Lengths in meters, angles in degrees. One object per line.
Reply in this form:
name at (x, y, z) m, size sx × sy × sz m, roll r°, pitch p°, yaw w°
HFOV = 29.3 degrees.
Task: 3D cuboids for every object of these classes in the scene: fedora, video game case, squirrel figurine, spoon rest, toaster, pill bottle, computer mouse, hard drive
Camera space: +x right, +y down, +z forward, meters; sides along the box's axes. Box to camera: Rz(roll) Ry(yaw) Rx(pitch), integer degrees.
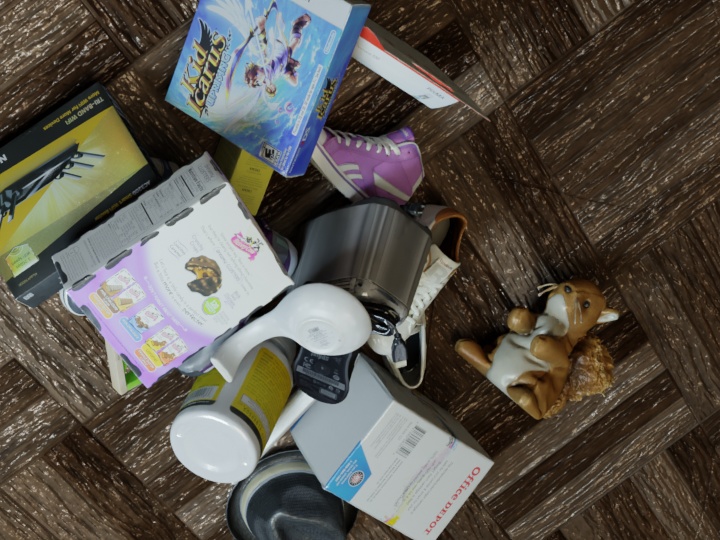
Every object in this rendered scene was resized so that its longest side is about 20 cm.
fedora at (-0.080, 0.339, 1.856) m, size 0.198 × 0.092 × 0.203 m, roll -10°, pitch 121°, yaw -16°
video game case at (-0.104, -0.232, 1.481) m, size 0.045 × 0.180 × 0.202 m, roll -14°, pitch 132°, yaw -58°
squirrel figurine at (0.262, 0.100, 1.850) m, size 0.187 × 0.141 × 0.200 m, roll -51°, pitch 138°, yaw -1°
spoon rest at (-0.077, 0.067, 1.549) m, size 0.198 × 0.061 × 0.100 m, roll -20°, pitch 121°, yaw 28°
toaster at (0.000, 0.000, 1.626) m, size 0.113 × 0.199 × 0.131 m, roll 35°, pitch 58°, yaw -34°
pill bottle at (-0.144, 0.148, 1.654) m, size 0.110 × 0.201 × 0.112 m, roll 10°, pitch 128°, yaw 13°
computer mouse at (-0.008, 0.088, 1.598) m, size 0.139 × 0.046 × 0.201 m, roll 17°, pitch 139°, yaw 13°
hard drive at (-0.089, 0.179, 1.748) m, size 0.026 × 0.132 × 0.200 m, roll 43°, pitch 99°, yaw 1°

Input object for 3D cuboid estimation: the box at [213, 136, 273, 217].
box at (-0.119, -0.160, 1.573) m, size 0.050 × 0.075 × 0.202 m, roll 11°, pitch 113°, yaw -28°

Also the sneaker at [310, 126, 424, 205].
sneaker at (0.001, -0.146, 1.634) m, size 0.114 × 0.073 × 0.200 m, roll -46°, pitch 133°, yaw 3°

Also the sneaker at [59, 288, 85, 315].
sneaker at (-0.238, -0.011, 1.527) m, size 0.199 × 0.079 × 0.079 m, roll -37°, pitch 131°, yaw -13°

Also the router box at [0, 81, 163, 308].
router box at (-0.320, -0.082, 1.493) m, size 0.199 × 0.158 × 0.052 m, roll -35°, pitch 164°, yaw 1°

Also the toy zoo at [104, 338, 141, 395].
toy zoo at (-0.216, 0.050, 1.644) m, size 0.199 × 0.020 × 0.132 m, roll -31°, pitch 138°, yaw -30°

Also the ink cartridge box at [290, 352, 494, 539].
ink cartridge box at (0.041, 0.233, 1.808) m, size 0.199 × 0.145 × 0.148 m, roll 35°, pitch 96°, yaw -32°

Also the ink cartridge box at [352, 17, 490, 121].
ink cartridge box at (0.041, -0.222, 1.521) m, size 0.159 × 0.200 × 0.047 m, roll 29°, pitch 105°, yaw -31°

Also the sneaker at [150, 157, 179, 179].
sneaker at (-0.250, -0.034, 1.593) m, size 0.087 × 0.075 × 0.202 m, roll 1°, pitch 118°, yaw -22°

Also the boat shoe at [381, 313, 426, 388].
boat shoe at (0.051, 0.061, 1.766) m, size 0.071 × 0.066 × 0.202 m, roll -12°, pitch 121°, yaw -14°

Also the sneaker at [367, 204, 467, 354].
sneaker at (0.069, 0.010, 1.689) m, size 0.072 × 0.084 × 0.202 m, roll 29°, pitch 80°, yaw -29°

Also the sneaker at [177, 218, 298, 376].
sneaker at (-0.161, 0.028, 1.604) m, size 0.201 × 0.074 × 0.088 m, roll -52°, pitch 147°, yaw -6°

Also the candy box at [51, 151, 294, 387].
candy box at (-0.195, 0.000, 1.462) m, size 0.199 × 0.072 × 0.168 m, roll -34°, pitch 132°, yaw -4°
